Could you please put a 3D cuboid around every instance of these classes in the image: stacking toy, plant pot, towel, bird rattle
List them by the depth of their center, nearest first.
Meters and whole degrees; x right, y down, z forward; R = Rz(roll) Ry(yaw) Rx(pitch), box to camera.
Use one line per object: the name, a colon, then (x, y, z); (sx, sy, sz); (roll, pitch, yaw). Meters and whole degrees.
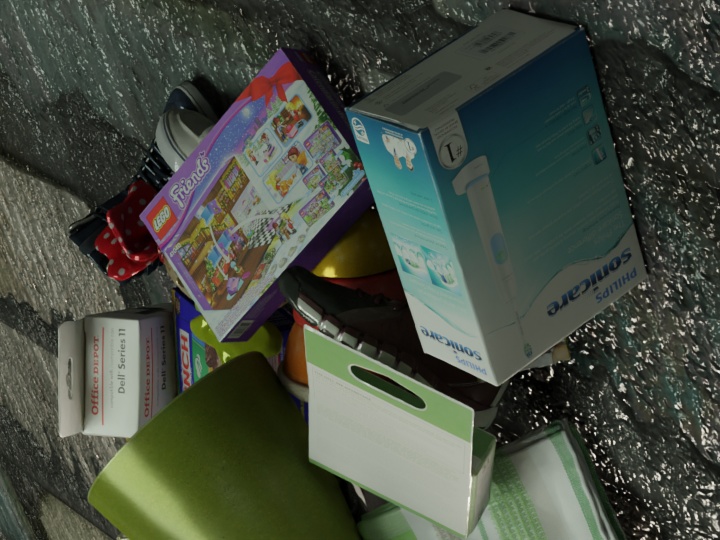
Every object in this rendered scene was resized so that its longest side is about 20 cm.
towel: (0.107, 0.222, 1.637); (0.150, 0.199, 0.031); (66, -160, 10)
stacking toy: (0.000, 0.000, 1.681); (0.146, 0.146, 0.201); (19, 118, 52)
plant pot: (-0.086, 0.202, 1.694); (0.200, 0.187, 0.187); (48, 154, 11)
bird rattle: (-0.125, -0.009, 1.803); (0.200, 0.163, 0.113); (38, 137, 29)

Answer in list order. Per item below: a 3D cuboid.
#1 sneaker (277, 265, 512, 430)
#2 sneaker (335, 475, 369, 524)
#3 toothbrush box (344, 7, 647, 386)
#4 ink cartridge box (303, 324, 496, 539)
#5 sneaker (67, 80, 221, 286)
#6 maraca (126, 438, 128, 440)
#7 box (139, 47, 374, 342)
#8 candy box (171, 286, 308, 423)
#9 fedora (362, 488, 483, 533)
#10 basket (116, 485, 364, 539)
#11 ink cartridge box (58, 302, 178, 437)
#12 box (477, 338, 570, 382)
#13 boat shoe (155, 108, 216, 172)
sneaker: (0.043, 0.026, 1.596); (0.200, 0.116, 0.076); (34, -175, -10)
sneaker: (-0.016, 0.251, 1.776); (0.114, 0.076, 0.200); (56, -168, -49)
toothbrush box: (0.094, -0.049, 1.385); (0.085, 0.146, 0.201); (23, 140, 51)
ink cartridge box: (0.029, 0.109, 1.555); (0.145, 0.048, 0.200); (26, 148, 17)
sneaker: (-0.191, -0.071, 1.876); (0.077, 0.146, 0.203); (46, 152, 25)
maraca: (-0.202, 0.153, 2.200); (0.137, 0.107, 0.200); (32, 180, -39)
box: (-0.077, -0.058, 1.654); (0.200, 0.039, 0.137); (-47, 64, 27)
candy box: (-0.110, 0.111, 1.924); (0.200, 0.077, 0.170); (-148, 53, -65)
fedora: (0.100, 0.212, 1.752); (0.200, 0.090, 0.177); (40, 151, 31)
basket: (-0.098, 0.286, 2.040); (0.199, 0.161, 0.199); (-8, 116, 30)
ink cartridge box: (-0.211, 0.097, 2.010); (0.067, 0.200, 0.118); (3, 96, 25)
box: (0.092, -0.019, 1.499); (0.050, 0.075, 0.201); (-91, -17, -61)
boat shoe: (-0.101, -0.092, 1.741); (0.200, 0.071, 0.070); (47, 127, 39)
